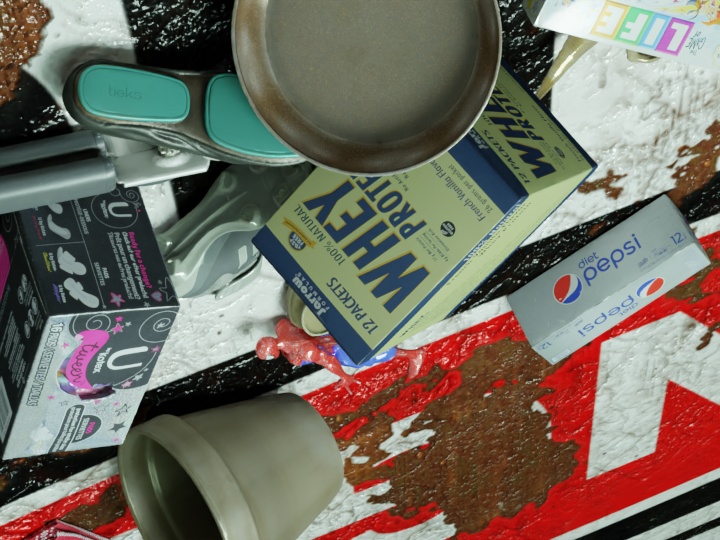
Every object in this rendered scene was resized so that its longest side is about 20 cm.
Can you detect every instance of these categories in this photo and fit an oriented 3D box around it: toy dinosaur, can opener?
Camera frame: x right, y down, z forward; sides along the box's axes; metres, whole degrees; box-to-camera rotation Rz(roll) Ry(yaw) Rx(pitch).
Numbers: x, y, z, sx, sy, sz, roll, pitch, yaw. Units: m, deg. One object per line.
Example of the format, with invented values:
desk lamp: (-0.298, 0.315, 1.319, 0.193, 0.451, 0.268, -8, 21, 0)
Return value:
toy dinosaur: (0.209, -0.214, 1.468, 0.100, 0.058, 0.201, 15, 125, -28)
can opener: (-0.209, -0.075, 1.353, 0.198, 0.053, 0.067, -11, 147, -23)

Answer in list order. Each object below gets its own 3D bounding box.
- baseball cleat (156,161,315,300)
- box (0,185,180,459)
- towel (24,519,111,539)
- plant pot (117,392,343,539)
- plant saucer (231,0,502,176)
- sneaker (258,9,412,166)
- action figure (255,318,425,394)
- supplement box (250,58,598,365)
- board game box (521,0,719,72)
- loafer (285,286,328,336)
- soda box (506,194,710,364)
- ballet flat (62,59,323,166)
baseball cleat: (-0.098, -0.040, 1.489, 0.199, 0.070, 0.106, -32, 157, 28)
box: (-0.236, 0.044, 1.434, 0.114, 0.133, 0.201, -6, 144, -27)
towel: (-0.363, 0.341, 1.899, 0.199, 0.023, 0.144, -34, 149, 12)
plant pot: (-0.116, 0.212, 1.747, 0.173, 0.200, 0.201, -26, 153, -30)
plant saucer: (0.005, -0.170, 1.274, 0.199, 0.201, 0.032, -36, -174, 16)
sneaker: (-0.028, -0.148, 1.347, 0.077, 0.083, 0.200, 7, 137, -43)
action figure: (-0.025, 0.079, 1.711, 0.199, 0.065, 0.052, 9, 118, -45)
supplement box: (0.055, -0.054, 1.420, 0.200, 0.134, 0.199, -46, 170, 25)
board game box: (0.244, -0.237, 1.395, 0.198, 0.034, 0.135, 9, 127, -24)
loafer: (0.000, 0.000, 1.605, 0.075, 0.068, 0.200, 3, 139, -39)
soda box: (0.255, 0.010, 1.808, 0.199, 0.069, 0.063, -35, 147, 13)
ballet flat: (-0.127, -0.118, 1.318, 0.198, 0.069, 0.068, 12, 165, -18)
